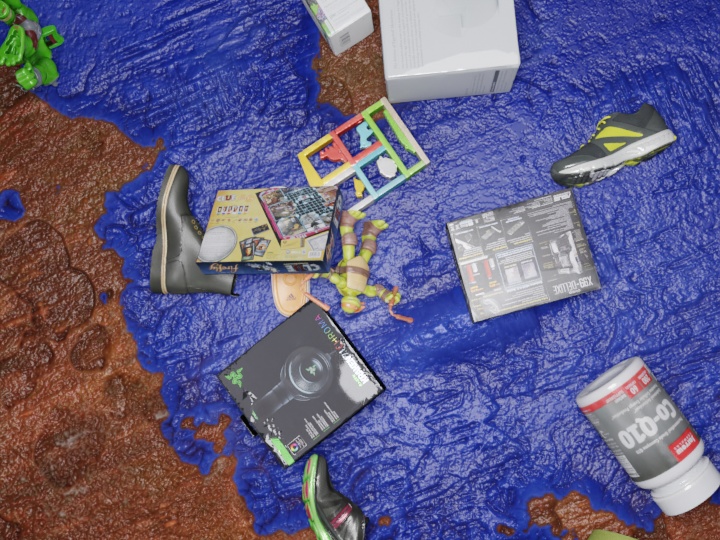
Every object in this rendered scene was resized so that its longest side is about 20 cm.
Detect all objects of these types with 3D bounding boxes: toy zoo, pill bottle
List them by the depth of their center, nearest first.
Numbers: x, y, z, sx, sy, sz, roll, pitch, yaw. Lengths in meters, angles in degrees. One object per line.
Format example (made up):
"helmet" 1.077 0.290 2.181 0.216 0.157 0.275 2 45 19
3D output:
"pill bottle" 0.410 0.234 1.113 0.114 0.114 0.201 -36 82 0
"toy zoo" -0.008 -0.166 1.234 0.199 0.020 0.132 -33 82 -4

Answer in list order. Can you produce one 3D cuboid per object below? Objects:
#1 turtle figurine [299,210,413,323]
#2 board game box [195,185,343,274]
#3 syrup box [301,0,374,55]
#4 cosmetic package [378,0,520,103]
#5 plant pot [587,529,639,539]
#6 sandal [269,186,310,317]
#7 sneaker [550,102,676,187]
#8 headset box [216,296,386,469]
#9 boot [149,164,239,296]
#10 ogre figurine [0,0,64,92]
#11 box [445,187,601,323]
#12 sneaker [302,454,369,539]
"turtle figurine" 0.000 0.000 1.191 0.199 0.064 0.163 17 73 -25
"board game box" -0.132 -0.060 1.158 0.198 0.035 0.136 0 57 17
"syrup box" -0.062 -0.457 1.249 0.081 0.079 0.201 -31 82 1
"cosmetic package" 0.129 -0.378 1.202 0.198 0.123 0.201 -4 83 3
"plant pot" 0.345 0.469 1.071 0.186 0.187 0.201 18 71 6
"sandal" -0.113 -0.033 1.213 0.078 0.059 0.209 -9 82 3
"sneaker" 0.374 -0.191 1.194 0.198 0.075 0.085 -20 76 -7
"headset box" -0.091 0.170 1.172 0.199 0.093 0.175 -38 81 0
"boot" -0.247 -0.059 1.228 0.137 0.077 0.202 6 96 0
"ogre figurine" -0.541 -0.372 1.258 0.098 0.120 0.200 -43 81 3
"box" 0.244 -0.021 1.188 0.198 0.050 0.159 -16 83 3
"sneaker" -0.033 0.367 1.163 0.083 0.077 0.202 -18 85 -15
